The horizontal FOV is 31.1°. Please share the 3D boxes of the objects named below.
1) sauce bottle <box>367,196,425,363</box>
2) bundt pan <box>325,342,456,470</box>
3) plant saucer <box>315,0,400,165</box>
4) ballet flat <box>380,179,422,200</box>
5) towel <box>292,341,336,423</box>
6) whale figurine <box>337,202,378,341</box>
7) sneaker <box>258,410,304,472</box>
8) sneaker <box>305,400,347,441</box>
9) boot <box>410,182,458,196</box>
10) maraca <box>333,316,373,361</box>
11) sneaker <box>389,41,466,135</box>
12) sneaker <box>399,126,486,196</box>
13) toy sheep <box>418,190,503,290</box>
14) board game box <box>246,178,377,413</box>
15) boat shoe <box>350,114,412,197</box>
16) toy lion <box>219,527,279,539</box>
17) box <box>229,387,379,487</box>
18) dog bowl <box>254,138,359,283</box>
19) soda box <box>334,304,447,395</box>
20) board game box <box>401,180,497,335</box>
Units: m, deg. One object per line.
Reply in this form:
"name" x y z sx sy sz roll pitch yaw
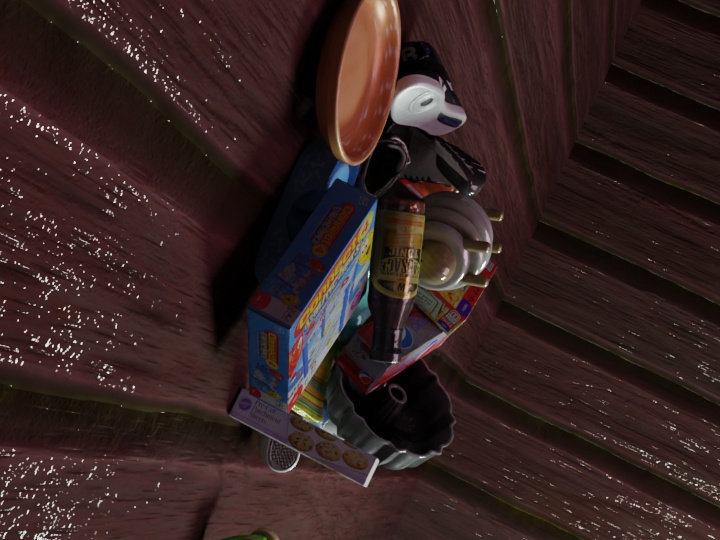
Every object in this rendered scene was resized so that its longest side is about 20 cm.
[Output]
"sauce bottle" 0.042 0.012 1.598 0.066 0.065 0.204 -1 95 -75
"bundt pan" 0.032 0.191 1.792 0.076 0.202 0.202 -48 178 34
"plant saucer" -0.004 -0.219 1.430 0.200 0.037 0.203 13 90 -72
"ballet flat" 0.065 -0.082 1.782 0.046 0.198 0.068 30 -85 60
"towel" -0.056 0.095 1.718 0.086 0.018 0.203 40 57 -55
"whale figurine" 0.000 0.000 1.690 0.159 0.102 0.203 -50 144 -48
"sneaker" -0.104 0.168 1.773 0.084 0.072 0.203 14 -93 68
"sneaker" -0.044 0.236 1.875 0.199 0.114 0.082 135 -23 -72
"boot" 0.105 -0.164 1.874 0.075 0.106 0.201 -56 162 -26
"maraca" 0.005 0.062 1.875 0.137 0.106 0.202 -52 161 -42
"sneaker" 0.064 -0.242 1.620 0.072 0.113 0.200 -26 165 15
"sneaker" 0.094 -0.141 1.723 0.073 0.200 0.081 22 105 -41
"toy sheep" 0.117 -0.042 1.707 0.200 0.136 0.139 -56 166 -59
"board game box" -0.056 0.032 1.483 0.201 0.055 0.197 -57 166 -29
"boat shoe" 0.031 -0.137 1.638 0.072 0.070 0.201 53 43 -23
"toy lion" -0.184 0.474 1.779 0.069 0.189 0.203 -16 89 -72
"box" -0.071 0.212 1.641 0.042 0.198 0.039 -61 169 -10
"dog bowl" -0.064 -0.062 1.514 0.202 0.049 0.111 -67 167 2
"soda box" 0.053 0.095 1.788 0.199 0.070 0.064 -27 159 -52
"board game box" 0.089 -0.025 1.836 0.046 0.200 0.152 -44 -175 37
